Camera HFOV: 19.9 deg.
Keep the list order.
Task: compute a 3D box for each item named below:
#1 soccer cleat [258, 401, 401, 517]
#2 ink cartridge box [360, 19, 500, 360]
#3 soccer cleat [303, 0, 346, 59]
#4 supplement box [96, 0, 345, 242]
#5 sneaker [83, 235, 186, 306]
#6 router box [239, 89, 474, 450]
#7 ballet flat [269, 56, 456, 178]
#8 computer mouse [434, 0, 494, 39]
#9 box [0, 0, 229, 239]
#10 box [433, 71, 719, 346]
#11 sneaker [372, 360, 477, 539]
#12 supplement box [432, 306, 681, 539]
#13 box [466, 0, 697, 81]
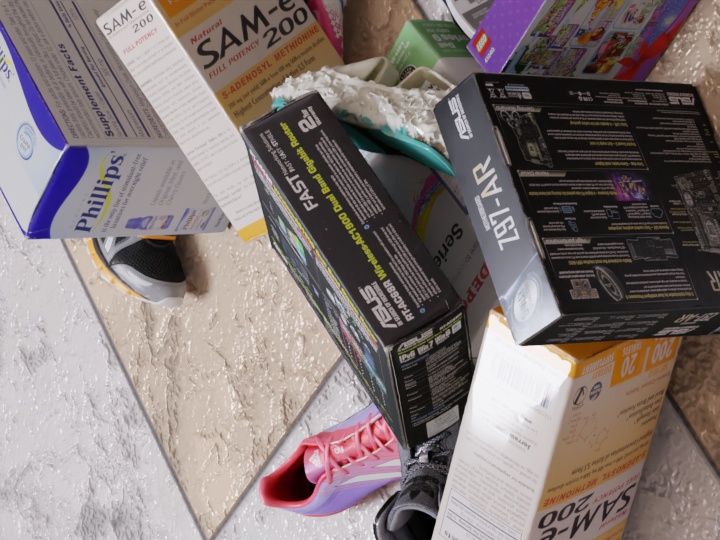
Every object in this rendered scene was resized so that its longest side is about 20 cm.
[{"bbox_3d":[0.001,0.132,1.531,0.200,0.076,0.067,-40,62,44],"label":"soccer cleat"},{"bbox_3d":[0.080,-0.057,1.422,0.200,0.087,0.146,54,129,33],"label":"ink cartridge box"},{"bbox_3d":[-0.029,-0.217,1.575,0.070,0.086,0.201,24,134,27],"label":"soccer cleat"},{"bbox_3d":[-0.084,-0.141,1.519,0.073,0.126,0.200,-23,104,50],"label":"supplement box"},{"bbox_3d":[-0.197,-0.055,1.772,0.077,0.078,0.201,-45,58,30],"label":"sneaker"},{"bbox_3d":[0.000,0.000,1.366,0.200,0.062,0.150,56,169,28],"label":"router box"},{"bbox_3d":[0.021,-0.110,1.389,0.200,0.071,0.072,21,107,47],"label":"ballet flat"},{"bbox_3d":[0.067,-0.223,1.442,0.201,0.109,0.044,60,170,22],"label":"computer mouse"},{"bbox_3d":[-0.208,-0.128,1.681,0.184,0.199,0.105,58,132,32],"label":"box"},{"bbox_3d":[0.153,-0.039,1.244,0.043,0.199,0.161,-38,64,44],"label":"box"},{"bbox_3d":[0.050,0.128,1.415,0.075,0.114,0.201,-14,94,25],"label":"sneaker"},{"bbox_3d":[0.124,0.113,1.309,0.073,0.126,0.201,30,122,32],"label":"supplement box"},{"bbox_3d":[0.168,-0.201,1.269,0.039,0.136,0.200,57,131,32],"label":"box"}]
